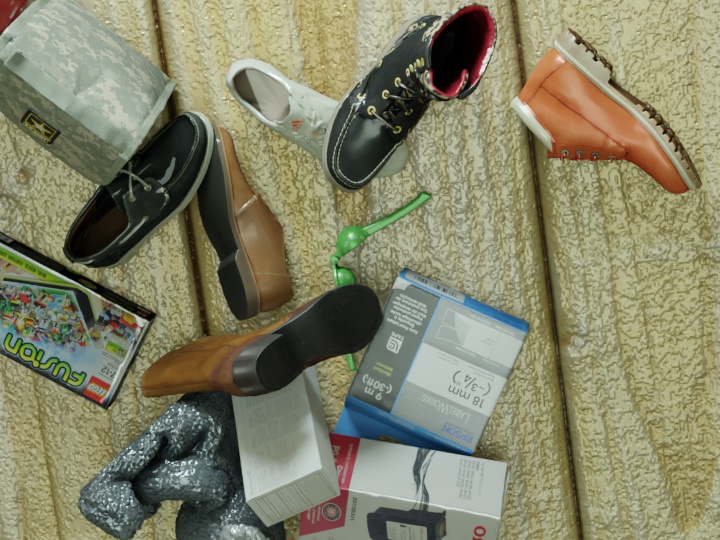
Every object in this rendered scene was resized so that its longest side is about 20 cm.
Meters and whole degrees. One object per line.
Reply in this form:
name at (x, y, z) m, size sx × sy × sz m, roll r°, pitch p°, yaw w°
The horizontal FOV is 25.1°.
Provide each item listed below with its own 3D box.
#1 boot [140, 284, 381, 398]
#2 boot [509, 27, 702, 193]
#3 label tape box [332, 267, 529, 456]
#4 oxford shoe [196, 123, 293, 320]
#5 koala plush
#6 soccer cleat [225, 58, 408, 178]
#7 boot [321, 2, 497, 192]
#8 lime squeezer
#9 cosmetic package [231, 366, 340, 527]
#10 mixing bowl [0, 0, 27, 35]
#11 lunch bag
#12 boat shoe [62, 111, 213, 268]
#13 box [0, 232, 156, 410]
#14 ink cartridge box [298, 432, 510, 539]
boot at (-0.097, 0.077, 1.604) m, size 0.200 × 0.188 × 0.069 m, roll -10°, pitch 114°, yaw 50°
boot at (0.240, -0.130, 1.578) m, size 0.200 × 0.075 × 0.107 m, roll 44°, pitch 105°, yaw 6°
label tape box at (0.067, 0.119, 1.640) m, size 0.144 × 0.063 × 0.201 m, roll 23°, pitch 101°, yaw 2°
oxford shoe at (-0.118, -0.054, 1.639) m, size 0.071 × 0.071 × 0.201 m, roll -15°, pitch 91°, yaw -28°
koala plush at (-0.151, 0.236, 1.634) m, size 0.184 × 0.177 × 0.200 m, roll -43°, pitch 89°, yaw 0°
soccer cleat at (-0.046, -0.146, 1.599) m, size 0.199 × 0.078 × 0.069 m, roll 28°, pitch 102°, yaw 1°
boot at (0.047, -0.166, 1.521) m, size 0.073 × 0.151 × 0.200 m, roll 39°, pitch 77°, yaw -15°
lime squeezer at (0.000, 0.000, 1.644) m, size 0.070 × 0.038 × 0.201 m, roll 20°, pitch 102°, yaw -17°
cosmetic package at (-0.078, 0.152, 1.598) m, size 0.082 × 0.200 × 0.051 m, roll -23°, pitch 131°, yaw 9°
mixing bowl at (-0.384, -0.287, 1.572) m, size 0.108 × 0.200 × 0.200 m, roll 30°, pitch 103°, yaw -29°
lunch bag at (-0.275, -0.173, 1.548) m, size 0.164 × 0.200 × 0.118 m, roll 39°, pitch 101°, yaw -11°
boat shoe at (-0.222, -0.079, 1.621) m, size 0.200 × 0.068 × 0.072 m, roll -47°, pitch 67°, yaw 16°
box at (-0.326, 0.050, 1.685) m, size 0.199 × 0.035 × 0.110 m, roll 27°, pitch 102°, yaw 1°
ink cartridge box at (0.042, 0.257, 1.634) m, size 0.199 × 0.084 × 0.145 m, roll 10°, pitch 125°, yaw 4°
